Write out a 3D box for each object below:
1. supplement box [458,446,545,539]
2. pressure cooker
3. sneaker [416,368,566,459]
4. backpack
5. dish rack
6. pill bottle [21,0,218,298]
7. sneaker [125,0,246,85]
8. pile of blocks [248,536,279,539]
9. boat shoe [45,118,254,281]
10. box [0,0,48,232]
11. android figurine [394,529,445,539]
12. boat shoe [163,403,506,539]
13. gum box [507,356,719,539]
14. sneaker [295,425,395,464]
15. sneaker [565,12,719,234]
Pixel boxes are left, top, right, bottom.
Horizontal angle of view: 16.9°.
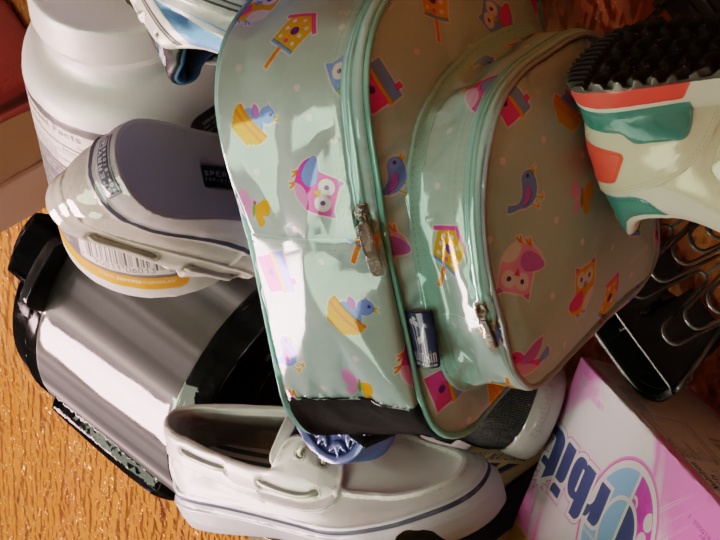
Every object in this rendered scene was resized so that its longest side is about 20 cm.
[{"bbox_3d":[0.067,0.210,1.310,0.134,0.200,0.200,-7,111,56],"label":"supplement box"},{"bbox_3d":[-0.102,0.025,1.419,0.200,0.179,0.176,35,150,29],"label":"pressure cooker"},{"bbox_3d":[0.027,0.047,1.273,0.112,0.073,0.200,22,173,-14],"label":"sneaker"},{"bbox_3d":[0.031,-0.044,1.041,0.153,0.176,0.200,-7,111,39],"label":"backpack"},{"bbox_3d":[0.145,-0.041,1.092,0.153,0.055,0.200,54,151,5],"label":"dish rack"},{"bbox_3d":[-0.114,-0.087,1.267,0.116,0.116,0.200,39,152,30],"label":"pill bottle"},{"bbox_3d":[-0.090,-0.137,1.138,0.200,0.073,0.072,41,-175,20],"label":"sneaker"},{"bbox_3d":[0.012,0.225,1.569,0.200,0.062,0.082,52,140,-6],"label":"pile of blocks"},{"bbox_3d":[-0.074,-0.027,1.223,0.070,0.200,0.071,-25,69,36],"label":"boat shoe"},{"bbox_3d":[-0.287,-0.124,1.631,0.200,0.109,0.128,54,151,6],"label":"box"},{"bbox_3d":[0.024,0.222,1.173,0.182,0.041,0.200,32,124,12],"label":"android figurine"},{"bbox_3d":[-0.023,0.102,1.245,0.200,0.074,0.067,-4,121,32],"label":"boat shoe"},{"bbox_3d":[0.146,0.135,1.131,0.114,0.066,0.200,-69,23,15],"label":"gum box"},{"bbox_3d":[0.000,0.000,1.180,0.070,0.078,0.200,-30,62,42],"label":"sneaker"},{"bbox_3d":[0.183,-0.049,0.959,0.199,0.070,0.094,1,123,24],"label":"sneaker"}]
